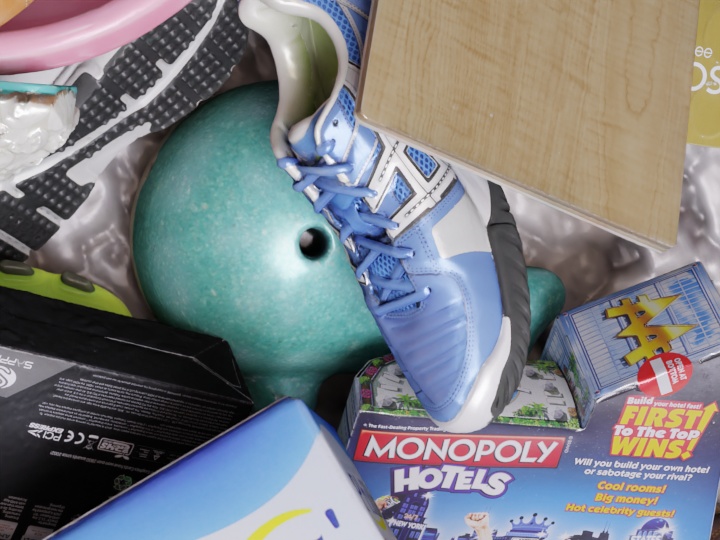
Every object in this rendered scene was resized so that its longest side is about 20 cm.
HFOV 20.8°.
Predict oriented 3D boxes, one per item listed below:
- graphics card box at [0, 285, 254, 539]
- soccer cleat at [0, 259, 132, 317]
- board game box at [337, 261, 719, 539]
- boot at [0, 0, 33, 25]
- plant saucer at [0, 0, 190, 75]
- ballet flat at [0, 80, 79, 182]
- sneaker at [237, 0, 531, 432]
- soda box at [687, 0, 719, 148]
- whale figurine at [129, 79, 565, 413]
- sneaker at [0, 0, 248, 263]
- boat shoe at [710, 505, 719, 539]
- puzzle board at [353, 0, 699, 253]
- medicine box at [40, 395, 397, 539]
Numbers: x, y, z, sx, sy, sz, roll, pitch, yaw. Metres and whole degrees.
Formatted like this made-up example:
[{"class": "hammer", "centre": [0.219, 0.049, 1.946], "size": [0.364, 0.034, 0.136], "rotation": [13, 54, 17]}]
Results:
[{"class": "graphics card box", "centre": [-0.141, 0.106, 0.798], "size": [0.125, 0.051, 0.201], "rotation": [14, 117, -27]}, {"class": "soccer cleat", "centre": [-0.192, 0.050, 0.822], "size": [0.199, 0.084, 0.065], "rotation": [-14, 57, -13]}, {"class": "board game box", "centre": [0.077, 0.086, 0.853], "size": [0.199, 0.062, 0.201], "rotation": [6, 124, -17]}, {"class": "boot", "centre": [-0.223, -0.128, 0.680], "size": [0.155, 0.074, 0.200], "rotation": [-38, 105, -17]}, {"class": "plant saucer", "centre": [-0.131, -0.158, 0.781], "size": [0.199, 0.051, 0.201], "rotation": [-3, 63, 5]}, {"class": "ballet flat", "centre": [-0.192, -0.047, 0.767], "size": [0.199, 0.072, 0.072], "rotation": [6, 103, 28]}, {"class": "sneaker", "centre": [0.006, -0.031, 0.761], "size": [0.077, 0.076, 0.201], "rotation": [-8, 73, -37]}, {"class": "soda box", "centre": [0.101, -0.097, 0.865], "size": [0.199, 0.064, 0.068], "rotation": [5, 101, -30]}, {"class": "whale figurine", "centre": [0.000, 0.000, 0.848], "size": [0.199, 0.104, 0.160], "rotation": [27, 87, -16]}, {"class": "sneaker", "centre": [-0.141, -0.069, 0.829], "size": [0.200, 0.080, 0.074], "rotation": [-37, 147, 2]}, {"class": "boat shoe", "centre": [0.245, 0.136, 0.951], "size": [0.199, 0.070, 0.071], "rotation": [-14, 98, -16]}, {"class": "puzzle board", "centre": [0.073, -0.122, 0.779], "size": [0.150, 0.017, 0.201], "rotation": [21, 65, -27]}, {"class": "medicine box", "centre": [-0.046, 0.180, 0.721], "size": [0.182, 0.103, 0.201], "rotation": [-31, 78, -1]}]
